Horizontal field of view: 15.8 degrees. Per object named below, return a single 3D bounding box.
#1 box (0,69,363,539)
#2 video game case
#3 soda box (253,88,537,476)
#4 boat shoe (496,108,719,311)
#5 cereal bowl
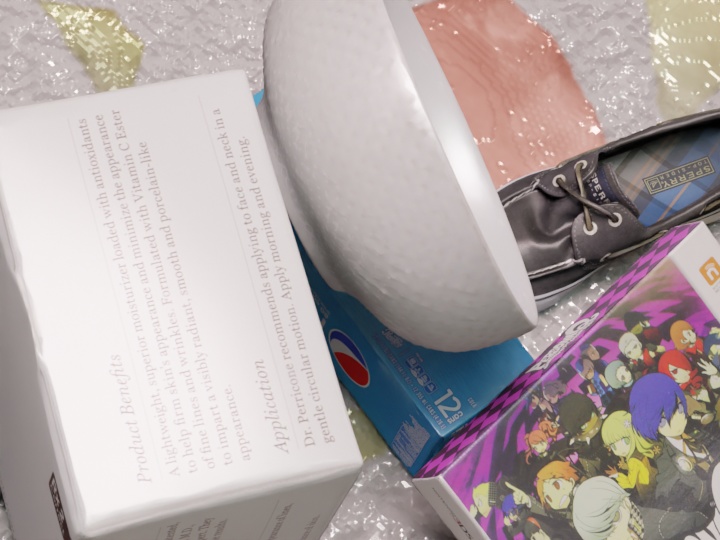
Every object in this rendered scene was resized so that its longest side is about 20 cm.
[{"bbox_3d":[-0.102,0.045,1.198,0.130,0.200,0.200,-11,70,-17],"label":"box"},{"bbox_3d":[0.149,0.107,1.277,0.200,0.036,0.181,-41,101,-23],"label":"video game case"},{"bbox_3d":[0.000,0.000,1.309,0.068,0.064,0.200,-32,77,-23],"label":"soda box"},{"bbox_3d":[0.129,-0.035,1.347,0.199,0.066,0.070,-18,72,-17],"label":"boat shoe"},{"bbox_3d":[0.007,-0.049,1.203,0.083,0.200,0.201,-24,72,7],"label":"cereal bowl"}]
